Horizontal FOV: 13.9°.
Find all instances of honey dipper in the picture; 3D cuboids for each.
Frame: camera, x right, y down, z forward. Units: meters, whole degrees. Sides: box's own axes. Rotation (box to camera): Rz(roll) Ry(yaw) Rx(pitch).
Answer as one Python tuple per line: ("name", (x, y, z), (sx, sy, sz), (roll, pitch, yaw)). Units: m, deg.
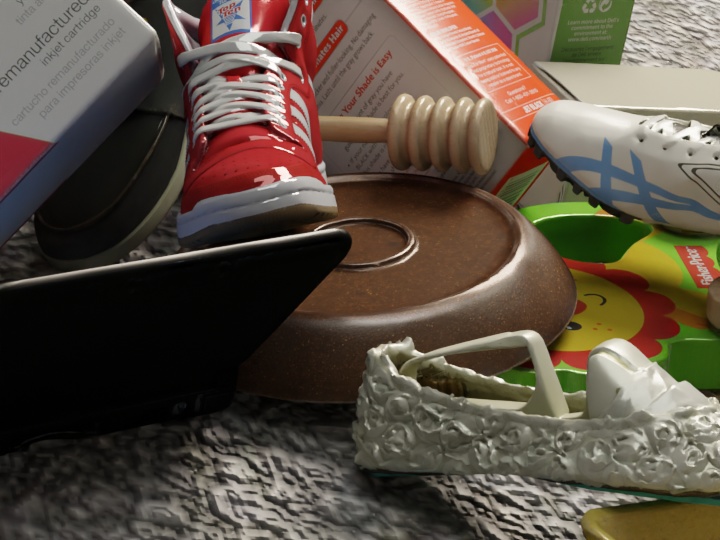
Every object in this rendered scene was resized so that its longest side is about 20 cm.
("honey dipper", (-0.033, -0.070, 1.432), (0.199, 0.038, 0.038), (4, 20, 17))

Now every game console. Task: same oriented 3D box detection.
("game console", (-0.136, 0.011, 1.218), (0.200, 0.117, 0.176), (-9, 31, -42))

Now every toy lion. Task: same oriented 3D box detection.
("toy lion", (0.105, 0.017, 1.408), (0.191, 0.069, 0.200), (1, 24, -8))

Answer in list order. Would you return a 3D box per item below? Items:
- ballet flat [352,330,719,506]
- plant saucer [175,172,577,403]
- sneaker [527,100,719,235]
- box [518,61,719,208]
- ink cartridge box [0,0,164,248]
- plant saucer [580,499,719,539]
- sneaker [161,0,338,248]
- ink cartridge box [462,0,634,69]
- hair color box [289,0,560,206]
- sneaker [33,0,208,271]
("ballet flat", (0.081, 0.058, 1.208), (0.199, 0.072, 0.072), (2, 16, 29))
("plant saucer", (0.000, 0.000, 1.358), (0.199, 0.035, 0.200), (-2, 25, 1))
("sneaker", (0.174, -0.047, 1.381), (0.199, 0.073, 0.072), (21, 24, 20))
("box", (0.184, -0.063, 1.595), (0.199, 0.082, 0.068), (2, 25, -25))
("ink cartridge box", (-0.208, -0.111, 1.311), (0.200, 0.145, 0.083), (42, -7, 6))
("plant saucer", (0.213, 0.152, 1.154), (0.199, 0.049, 0.200), (-5, 29, -34))
("sneaker", (-0.050, -0.073, 1.281), (0.071, 0.113, 0.200), (-8, 6, 0))
("ink cartridge box", (0.097, -0.161, 1.622), (0.059, 0.201, 0.104), (-7, 28, -37))
("hair color box", (0.005, -0.104, 1.485), (0.200, 0.102, 0.061), (47, 33, 13))
("sneaker", (-0.123, -0.104, 1.400), (0.075, 0.106, 0.201), (3, 59, 27))
